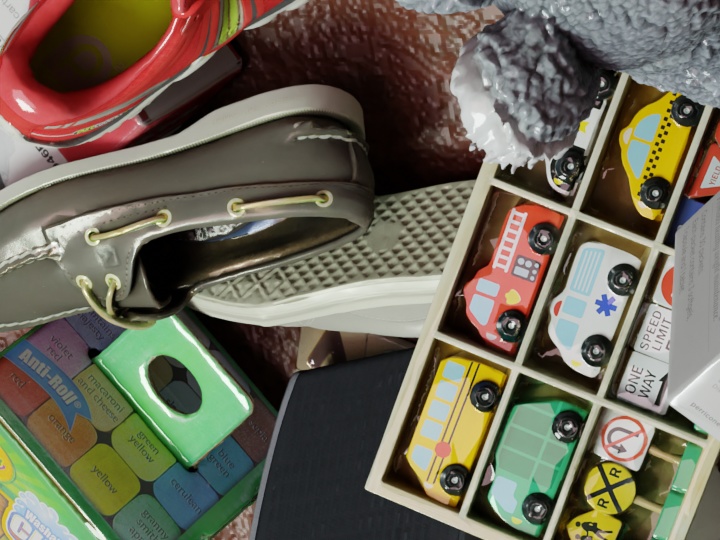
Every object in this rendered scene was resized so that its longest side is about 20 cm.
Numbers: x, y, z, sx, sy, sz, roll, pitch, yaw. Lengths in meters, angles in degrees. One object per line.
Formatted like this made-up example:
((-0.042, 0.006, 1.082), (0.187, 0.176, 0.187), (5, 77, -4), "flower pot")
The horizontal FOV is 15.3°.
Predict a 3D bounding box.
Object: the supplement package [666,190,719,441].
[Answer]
((0.212, -0.016, 0.918), (0.109, 0.114, 0.200), (35, 121, -15), "supplement package")

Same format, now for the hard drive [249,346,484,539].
((0.009, 0.124, 1.111), (0.135, 0.200, 0.042), (-13, 149, 37), "hard drive")

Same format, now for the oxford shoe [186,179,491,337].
((0.000, 0.000, 1.134), (0.200, 0.075, 0.058), (-1, 146, 33), "oxford shoe")

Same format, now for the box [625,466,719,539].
((0.072, 0.150, 1.145), (0.200, 0.082, 0.068), (-25, 99, 36), "box")

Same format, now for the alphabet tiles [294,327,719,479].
((0.056, 0.091, 1.179), (0.200, 0.008, 0.167), (21, 123, 21), "alphabet tiles")

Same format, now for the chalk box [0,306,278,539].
((-0.123, 0.088, 1.198), (0.124, 0.124, 0.200), (49, 136, 1), "chalk box")

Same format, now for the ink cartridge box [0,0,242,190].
((-0.172, -0.081, 1.183), (0.144, 0.084, 0.200), (52, 130, 0), "ink cartridge box")

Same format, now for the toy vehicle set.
((0.094, 0.015, 1.038), (0.124, 0.027, 0.200), (21, 96, 10), "toy vehicle set")

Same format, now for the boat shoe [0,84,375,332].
((-0.088, -0.013, 1.110), (0.202, 0.072, 0.060), (-21, 60, 15), "boat shoe")

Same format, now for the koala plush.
((0.098, -0.122, 0.904), (0.184, 0.200, 0.177), (35, 110, 7), "koala plush")

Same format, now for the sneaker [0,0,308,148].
((-0.063, -0.119, 1.050), (0.200, 0.085, 0.077), (-44, 92, -2), "sneaker")
